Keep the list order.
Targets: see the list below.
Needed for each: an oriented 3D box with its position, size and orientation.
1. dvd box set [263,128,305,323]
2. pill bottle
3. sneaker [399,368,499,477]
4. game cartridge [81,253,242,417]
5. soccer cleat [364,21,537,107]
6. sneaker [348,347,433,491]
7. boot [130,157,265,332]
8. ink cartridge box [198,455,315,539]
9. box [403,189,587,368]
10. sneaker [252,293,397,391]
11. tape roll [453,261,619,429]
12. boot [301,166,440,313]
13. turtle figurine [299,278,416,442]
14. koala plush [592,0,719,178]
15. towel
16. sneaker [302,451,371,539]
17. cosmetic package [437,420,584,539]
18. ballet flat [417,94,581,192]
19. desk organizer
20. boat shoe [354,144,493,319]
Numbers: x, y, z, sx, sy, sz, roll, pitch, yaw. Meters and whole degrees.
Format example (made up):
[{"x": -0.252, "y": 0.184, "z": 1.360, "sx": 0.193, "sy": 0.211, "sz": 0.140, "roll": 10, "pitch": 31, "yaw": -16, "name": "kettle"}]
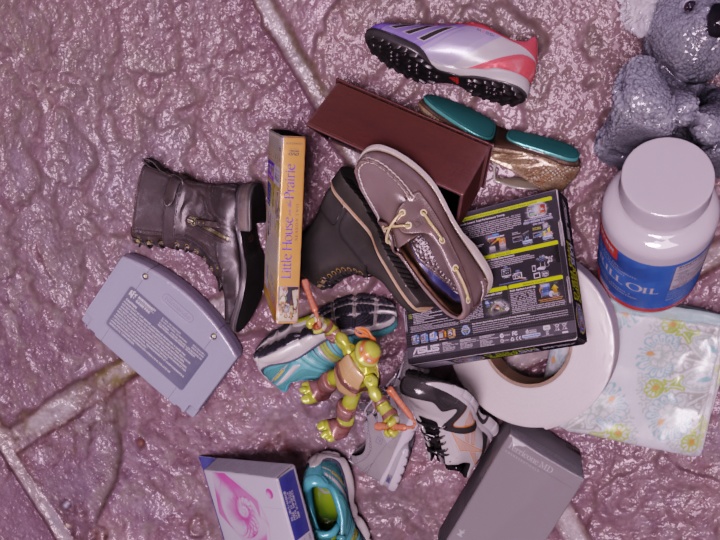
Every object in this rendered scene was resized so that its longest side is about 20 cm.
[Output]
[{"x": -0.090, "y": -0.057, "z": 0.879, "sx": 0.029, "sy": 0.146, "sz": 0.206, "roll": 1, "pitch": 102, "yaw": -12, "name": "dvd box set"}, {"x": 0.298, "y": -0.044, "z": 0.770, "sx": 0.109, "sy": 0.201, "sz": 0.115, "roll": -6, "pitch": 63, "yaw": 13, "name": "pill bottle"}, {"x": 0.099, "y": 0.178, "z": 0.866, "sx": 0.073, "sy": 0.200, "sz": 0.081, "roll": 16, "pitch": 70, "yaw": 41, "name": "sneaker"}, {"x": -0.255, "y": 0.079, "z": 0.993, "sx": 0.199, "sy": 0.042, "sz": 0.134, "roll": 41, "pitch": 101, "yaw": 1, "name": "game cartridge"}, {"x": 0.102, "y": -0.249, "z": 0.854, "sx": 0.196, "sy": 0.068, "sz": 0.075, "roll": 20, "pitch": 80, "yaw": 10, "name": "soccer cleat"}, {"x": 0.037, "y": 0.171, "z": 0.935, "sx": 0.080, "sy": 0.075, "sz": 0.205, "roll": 18, "pitch": 102, "yaw": 9, "name": "sneaker"}, {"x": -0.207, "y": -0.033, "z": 0.953, "sx": 0.170, "sy": 0.069, "sz": 0.206, "roll": 6, "pitch": 97, "yaw": 14, "name": "boot"}, {"x": -0.135, "y": 0.342, "z": 0.972, "sx": 0.197, "sy": 0.043, "sz": 0.201, "roll": -9, "pitch": 100, "yaw": 41, "name": "ink cartridge box"}, {"x": 0.141, "y": 0.014, "z": 0.844, "sx": 0.196, "sy": 0.044, "sz": 0.164, "roll": -13, "pitch": 72, "yaw": 28, "name": "box"}, {"x": -0.038, "y": 0.091, "z": 0.946, "sx": 0.196, "sy": 0.078, "sz": 0.081, "roll": -23, "pitch": 114, "yaw": 19, "name": "sneaker"}, {"x": 0.195, "y": 0.078, "z": 0.875, "sx": 0.198, "sy": 0.037, "sz": 0.209, "roll": 3, "pitch": 96, "yaw": 29, "name": "tape roll"}, {"x": 0.000, "y": 0.000, "z": 0.880, "sx": 0.139, "sy": 0.076, "sz": 0.202, "roll": -51, "pitch": 52, "yaw": 29, "name": "boot"}, {"x": -0.017, "y": 0.114, "z": 0.864, "sx": 0.201, "sy": 0.064, "sz": 0.162, "roll": 49, "pitch": 138, "yaw": 12, "name": "turtle figurine"}, {"x": 0.330, "y": -0.208, "z": 0.782, "sx": 0.173, "sy": 0.184, "sz": 0.205, "roll": 11, "pitch": 82, "yaw": -1, "name": "koala plush"}, {"x": 0.318, "y": 0.117, "z": 0.887, "sx": 0.195, "sy": 0.048, "sz": 0.176, "roll": 11, "pitch": 102, "yaw": 8, "name": "towel"}, {"x": -0.036, "y": 0.337, "z": 0.972, "sx": 0.076, "sy": 0.080, "sz": 0.205, "roll": -15, "pitch": 99, "yaw": 13, "name": "sneaker"}, {"x": 0.179, "y": 0.288, "z": 0.927, "sx": 0.105, "sy": 0.090, "sz": 0.203, "roll": 27, "pitch": 108, "yaw": 6, "name": "cosmetic package"}, {"x": 0.149, "y": -0.135, "z": 0.862, "sx": 0.196, "sy": 0.071, "sz": 0.066, "roll": 24, "pitch": 126, "yaw": 9, "name": "ballet flat"}, {"x": 0.040, "y": -0.129, "z": 0.845, "sx": 0.197, "sy": 0.072, "sz": 0.078, "roll": 26, "pitch": 61, "yaw": 15, "name": "desk organizer"}, {"x": 0.059, "y": -0.039, "z": 0.787, "sx": 0.201, "sy": 0.060, "sz": 0.071, "roll": 52, "pitch": 134, "yaw": -6, "name": "boat shoe"}]
